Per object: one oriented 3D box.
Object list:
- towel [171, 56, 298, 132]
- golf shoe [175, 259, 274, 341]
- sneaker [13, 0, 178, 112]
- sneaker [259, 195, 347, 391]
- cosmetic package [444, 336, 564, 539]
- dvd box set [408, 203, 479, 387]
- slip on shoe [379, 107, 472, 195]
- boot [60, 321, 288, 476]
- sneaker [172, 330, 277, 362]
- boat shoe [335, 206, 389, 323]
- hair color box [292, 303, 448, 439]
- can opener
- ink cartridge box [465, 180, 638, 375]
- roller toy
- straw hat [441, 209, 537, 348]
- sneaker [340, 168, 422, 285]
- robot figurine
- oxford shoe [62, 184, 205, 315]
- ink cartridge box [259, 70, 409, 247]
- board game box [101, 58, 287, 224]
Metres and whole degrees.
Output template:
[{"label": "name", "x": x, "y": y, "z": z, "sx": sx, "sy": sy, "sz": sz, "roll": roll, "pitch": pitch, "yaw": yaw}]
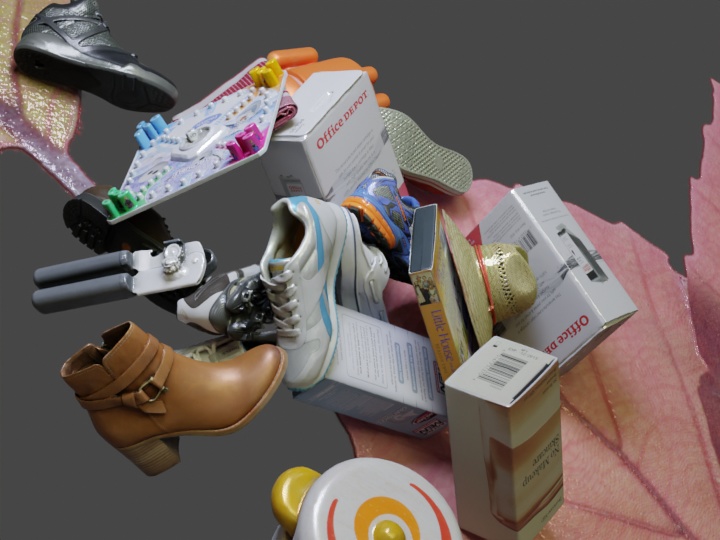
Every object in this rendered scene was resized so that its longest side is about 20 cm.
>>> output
[{"label": "towel", "x": -0.150, "y": -0.180, "z": 1.552, "sx": 0.023, "sy": 0.143, "sz": 0.200, "roll": 54, "pitch": 3, "yaw": -28}, {"label": "golf shoe", "x": -0.131, "y": 0.024, "z": 1.454, "sx": 0.093, "sy": 0.079, "sz": 0.200, "roll": 2, "pitch": 7, "yaw": 18}, {"label": "sneaker", "x": -0.305, "y": -0.265, "z": 1.615, "sx": 0.197, "sy": 0.076, "sz": 0.116, "roll": 19, "pitch": 58, "yaw": -8}, {"label": "sneaker", "x": -0.068, "y": 0.024, "z": 1.396, "sx": 0.080, "sy": 0.076, "sz": 0.203, "roll": 11, "pitch": 80, "yaw": -46}, {"label": "cosmetic package", "x": 0.158, "y": 0.188, "z": 1.450, "sx": 0.086, "sy": 0.202, "sz": 0.103, "roll": 18, "pitch": 41, "yaw": 35}, {"label": "dvd box set", "x": 0.096, "y": 0.048, "z": 1.495, "sx": 0.029, "sy": 0.202, "sz": 0.147, "roll": -12, "pitch": 29, "yaw": 12}, {"label": "slip on shoe", "x": 0.060, "y": -0.144, "z": 1.690, "sx": 0.199, "sy": 0.061, "sz": 0.075, "roll": 25, "pitch": 69, "yaw": -42}, {"label": "boot", "x": -0.185, "y": 0.099, "z": 1.336, "sx": 0.156, "sy": 0.198, "sz": 0.077, "roll": 55, "pitch": 7, "yaw": -31}, {"label": "sneaker", "x": -0.166, "y": 0.100, "z": 1.426, "sx": 0.198, "sy": 0.087, "sz": 0.075, "roll": -19, "pitch": 75, "yaw": -33}, {"label": "boat shoe", "x": 0.000, "y": 0.000, "z": 1.508, "sx": 0.064, "sy": 0.201, "sz": 0.074, "roll": -18, "pitch": 51, "yaw": -10}, {"label": "hair color box", "x": 0.014, "y": 0.111, "z": 1.490, "sx": 0.198, "sy": 0.060, "sz": 0.100, "roll": 21, "pitch": 49, "yaw": -36}, {"label": "can opener", "x": -0.250, "y": 0.012, "z": 1.420, "sx": 0.197, "sy": 0.067, "sz": 0.053, "roll": -9, "pitch": 59, "yaw": 8}, {"label": "ink cartridge box", "x": 0.220, "y": 0.017, "z": 1.638, "sx": 0.082, "sy": 0.147, "sz": 0.201, "roll": -15, "pitch": 66, "yaw": -46}, {"label": "roller toy", "x": 0.006, "y": 0.288, "z": 1.350, "sx": 0.180, "sy": 0.140, "sz": 0.202, "roll": -6, "pitch": 60, "yaw": -30}, {"label": "straw hat", "x": 0.161, "y": 0.013, "z": 1.568, "sx": 0.084, "sy": 0.202, "sz": 0.203, "roll": -15, "pitch": 60, "yaw": 6}, {"label": "sneaker", "x": 0.051, "y": -0.043, "z": 1.548, "sx": 0.075, "sy": 0.200, "sz": 0.079, "roll": 18, "pitch": 69, "yaw": 36}, {"label": "robot figurine", "x": -0.057, "y": -0.197, "z": 1.668, "sx": 0.198, "sy": 0.146, "sz": 0.116, "roll": -19, "pitch": 29, "yaw": -35}, {"label": "oxford shoe", "x": -0.230, "y": -0.028, "z": 1.495, "sx": 0.200, "sy": 0.073, "sz": 0.084, "roll": 43, "pitch": 38, "yaw": 0}, {"label": "ink cartridge box", "x": -0.028, "y": -0.112, "z": 1.568, "sx": 0.147, "sy": 0.082, "sz": 0.202, "roll": -51, "pitch": 133, "yaw": -38}, {"label": "board game box", "x": -0.181, "y": -0.146, "z": 1.476, "sx": 0.026, "sy": 0.198, "sz": 0.201, "roll": 58, "pitch": 20, "yaw": -27}]
